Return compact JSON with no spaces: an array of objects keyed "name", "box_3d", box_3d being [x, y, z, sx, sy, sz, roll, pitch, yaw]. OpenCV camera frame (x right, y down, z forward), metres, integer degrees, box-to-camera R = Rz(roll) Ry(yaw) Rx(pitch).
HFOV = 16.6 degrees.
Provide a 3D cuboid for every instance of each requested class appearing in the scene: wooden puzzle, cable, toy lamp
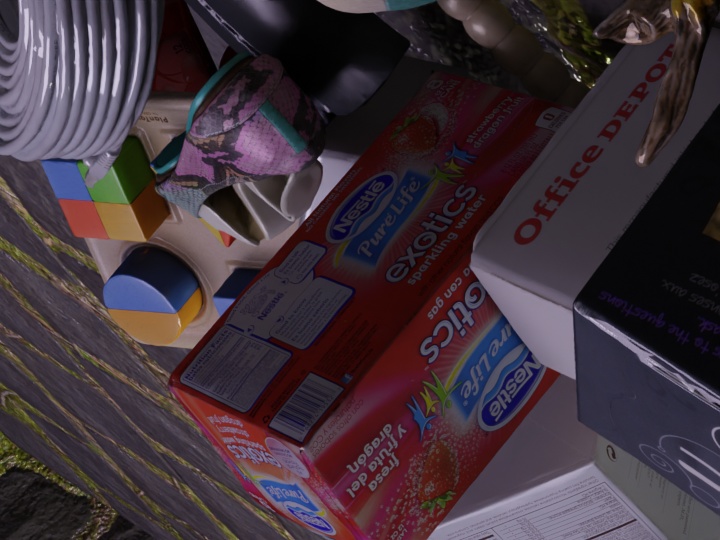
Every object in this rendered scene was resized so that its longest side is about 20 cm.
[{"name":"wooden puzzle","box_3d":[-0.092,-0.015,1.367,0.184,0.046,0.201,4,134,34]},{"name":"cable","box_3d":[-0.160,-0.155,1.241,0.200,0.069,0.201,140,118,-64]},{"name":"toy lamp","box_3d":[0.081,-0.092,1.129,0.200,0.058,0.058,41,165,-11]}]

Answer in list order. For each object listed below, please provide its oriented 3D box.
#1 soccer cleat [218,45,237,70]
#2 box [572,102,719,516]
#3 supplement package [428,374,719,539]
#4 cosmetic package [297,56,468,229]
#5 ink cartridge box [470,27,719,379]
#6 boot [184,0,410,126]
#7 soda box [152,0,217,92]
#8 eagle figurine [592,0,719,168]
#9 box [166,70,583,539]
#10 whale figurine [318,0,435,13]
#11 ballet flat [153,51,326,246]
[{"name":"soccer cleat","box_3d":[0.000,-0.078,1.355,0.199,0.069,0.085,25,165,38]},{"name":"box","box_3d":[0.171,-0.016,0.850,0.106,0.200,0.122,34,166,18]},{"name":"supplement package","box_3d":[0.136,0.109,1.252,0.147,0.192,0.200,-25,121,35]},{"name":"cosmetic package","box_3d":[0.000,0.000,1.249,0.071,0.102,0.201,12,125,-1]},{"name":"ink cartridge box","box_3d":[0.166,-0.006,0.999,0.199,0.147,0.083,25,161,44]},{"name":"boot","box_3d":[-0.060,-0.148,1.085,0.200,0.066,0.165,46,173,-10]},{"name":"soda box","box_3d":[-0.095,-0.065,1.427,0.070,0.063,0.201,-108,-6,-55]},{"name":"eagle figurine","box_3d":[0.074,-0.146,0.810,0.150,0.153,0.199,-18,149,39]},{"name":"box","box_3d":[0.026,0.019,1.089,0.099,0.200,0.096,21,153,46]},{"name":"whale figurine","box_3d":[0.013,-0.193,0.914,0.160,0.103,0.201,-93,-4,-51]},{"name":"ballet flat","box_3d":[-0.053,-0.050,1.144,0.071,0.069,0.200,48,168,-2]}]
